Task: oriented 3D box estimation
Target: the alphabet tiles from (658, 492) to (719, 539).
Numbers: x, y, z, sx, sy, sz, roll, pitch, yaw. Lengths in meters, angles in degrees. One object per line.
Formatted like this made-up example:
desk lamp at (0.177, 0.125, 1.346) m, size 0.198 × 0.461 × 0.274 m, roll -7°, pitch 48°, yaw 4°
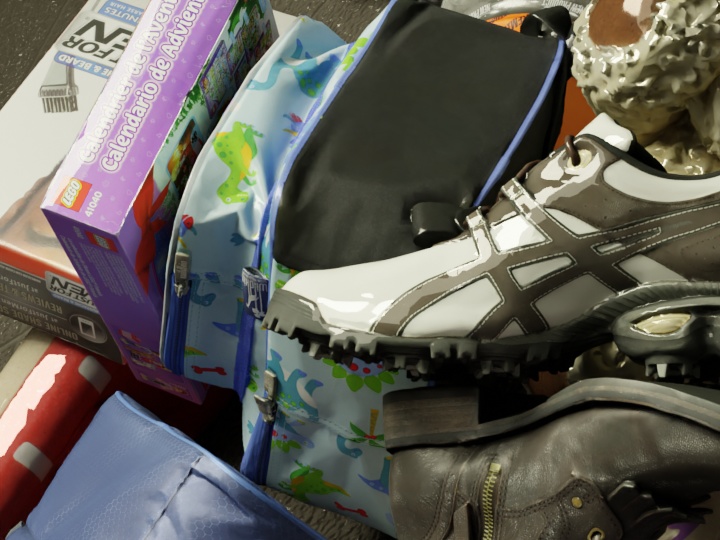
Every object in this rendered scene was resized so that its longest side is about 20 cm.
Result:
alphabet tiles at (0.072, 0.165, 0.835) m, size 0.200 × 0.015 × 0.196 m, roll -11°, pitch 44°, yaw 48°

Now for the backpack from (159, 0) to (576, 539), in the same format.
backpack at (0.000, 0.000, 0.935) m, size 0.147 × 0.200 × 0.183 m, roll 16°, pitch 44°, yaw 10°

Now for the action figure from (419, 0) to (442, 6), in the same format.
action figure at (0.047, -0.202, 1.285) m, size 0.200 × 0.069 × 0.130 m, roll 8°, pitch 54°, yaw 53°

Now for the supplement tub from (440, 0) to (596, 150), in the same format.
supplement tub at (0.110, -0.146, 1.067) m, size 0.122 × 0.123 × 0.200 m, roll -19°, pitch 39°, yaw 41°

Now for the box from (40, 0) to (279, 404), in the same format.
box at (-0.076, -0.038, 0.986) m, size 0.039 × 0.200 × 0.137 m, roll 20°, pitch 70°, yaw 14°

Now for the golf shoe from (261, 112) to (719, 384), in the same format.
golf shoe at (0.065, -0.006, 0.773) m, size 0.199 × 0.078 × 0.095 m, roll -1°, pitch 85°, yaw 10°

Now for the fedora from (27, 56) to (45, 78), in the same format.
fedora at (-0.164, -0.053, 1.211) m, size 0.177 × 0.090 × 0.200 m, roll -46°, pitch 17°, yaw 45°

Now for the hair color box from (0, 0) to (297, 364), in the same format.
hair color box at (-0.119, -0.060, 1.096) m, size 0.111 × 0.064 × 0.200 m, roll 20°, pitch 55°, yaw 15°

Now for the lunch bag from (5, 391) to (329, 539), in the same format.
lunch bag at (-0.080, 0.148, 0.927) m, size 0.132 × 0.136 × 0.200 m, roll -54°, pitch 20°, yaw -8°

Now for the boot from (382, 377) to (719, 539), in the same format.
boot at (0.075, 0.127, 0.758) m, size 0.200 × 0.069 × 0.175 m, roll -6°, pitch 79°, yaw 45°

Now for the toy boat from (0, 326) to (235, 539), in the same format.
toy boat at (-0.118, 0.101, 1.097) m, size 0.131 × 0.131 × 0.200 m, roll 23°, pitch 70°, yaw 29°

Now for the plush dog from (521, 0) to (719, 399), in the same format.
plush dog at (0.173, -0.013, 0.831) m, size 0.172 × 0.160 × 0.200 m, roll 15°, pitch 94°, yaw 44°
